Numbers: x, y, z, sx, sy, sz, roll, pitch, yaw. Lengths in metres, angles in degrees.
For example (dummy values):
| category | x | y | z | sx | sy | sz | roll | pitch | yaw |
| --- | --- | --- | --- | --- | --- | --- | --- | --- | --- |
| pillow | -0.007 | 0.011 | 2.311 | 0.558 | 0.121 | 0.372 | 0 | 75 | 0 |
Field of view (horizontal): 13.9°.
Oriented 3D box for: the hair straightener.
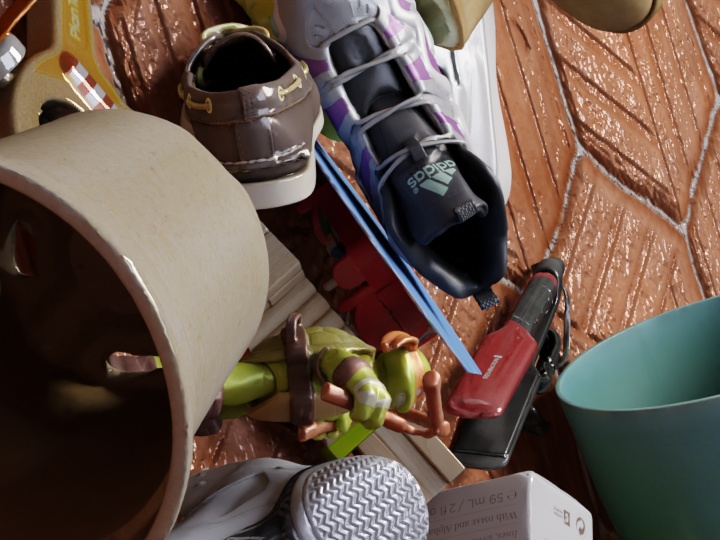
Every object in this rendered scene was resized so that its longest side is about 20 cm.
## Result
| category | x | y | z | sx | sy | sz | roll | pitch | yaw |
| --- | --- | --- | --- | --- | --- | --- | --- | --- | --- |
| hair straightener | 0.090 | 0.058 | 1.726 | 0.200 | 0.041 | 0.077 | -66 | 154 | -56 |

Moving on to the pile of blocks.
| category | x | y | z | sx | sy | sz | roll | pitch | yaw |
| --- | --- | --- | --- | --- | --- | --- | --- | --- | --- |
| pile of blocks | -0.028 | 0.056 | 1.503 | 0.062 | 0.082 | 0.200 | -41 | 110 | -9 |

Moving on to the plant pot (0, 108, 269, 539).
| category | x | y | z | sx | sy | sz | roll | pitch | yaw |
| --- | --- | --- | --- | --- | --- | --- | --- | --- | --- |
| plant pot | -0.130 | 0.020 | 1.205 | 0.201 | 0.200 | 0.183 | 68 | 25 | -12 |

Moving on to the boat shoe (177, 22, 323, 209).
| category | x | y | z | sx | sy | sz | roll | pitch | yaw |
| --- | --- | --- | --- | --- | --- | --- | --- | --- | --- |
| boat shoe | -0.055 | -0.087 | 1.436 | 0.200 | 0.072 | 0.060 | -99 | -178 | -70 |

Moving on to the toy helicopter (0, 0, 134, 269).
| category | x | y | z | sx | sy | sz | roll | pitch | yaw |
| --- | --- | --- | --- | --- | --- | --- | --- | --- | --- |
| toy helicopter | -0.146 | -0.094 | 1.367 | 0.132 | 0.079 | 0.200 | 30 | 40 | -40 |

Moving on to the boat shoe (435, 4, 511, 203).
| category | x | y | z | sx | sy | sz | roll | pitch | yaw |
| --- | --- | --- | --- | --- | --- | --- | --- | --- | --- |
| boat shoe | 0.032 | -0.120 | 1.676 | 0.068 | 0.072 | 0.201 | -9 | 93 | -60 |

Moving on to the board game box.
| category | x | y | z | sx | sy | sz | roll | pitch | yaw |
| --- | --- | --- | --- | --- | --- | --- | --- | --- | --- |
| board game box | 0.000 | 0.000 | 1.543 | 0.158 | 0.039 | 0.200 | 55 | 2 | 5 |

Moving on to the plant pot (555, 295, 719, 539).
| category | x | y | z | sx | sy | sz | roll | pitch | yaw |
| --- | --- | --- | --- | --- | --- | --- | --- | --- | --- |
| plant pot | 0.231 | 0.116 | 1.729 | 0.201 | 0.200 | 0.161 | -38 | 114 | -59 |

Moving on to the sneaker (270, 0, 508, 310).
| category | x | y | z | sx | sy | sz | roll | pitch | yaw |
| --- | --- | --- | --- | --- | --- | --- | --- | --- | --- |
| sneaker | 0.027 | -0.067 | 1.500 | 0.200 | 0.078 | 0.140 | 57 | 2 | -30 |

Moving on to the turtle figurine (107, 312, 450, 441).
| category | x | y | z | sx | sy | sz | roll | pitch | yaw |
| --- | --- | --- | --- | --- | --- | --- | --- | --- | --- |
| turtle figurine | -0.034 | 0.052 | 1.348 | 0.200 | 0.161 | 0.065 | 146 | -62 | -83 |

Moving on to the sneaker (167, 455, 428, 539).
| category | x | y | z | sx | sy | sz | roll | pitch | yaw |
| --- | --- | --- | --- | --- | --- | --- | --- | --- | --- |
| sneaker | -0.073 | 0.144 | 1.359 | 0.200 | 0.115 | 0.075 | -25 | 100 | -25 |

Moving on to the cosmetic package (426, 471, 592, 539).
| category | x | y | z | sx | sy | sz | roll | pitch | yaw |
| --- | --- | --- | --- | --- | --- | --- | --- | --- | --- |
| cosmetic package | 0.065 | 0.216 | 1.531 | 0.074 | 0.102 | 0.200 | 35 | 46 | -48 |

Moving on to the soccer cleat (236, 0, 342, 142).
| category | x | y | z | sx | sy | sz | roll | pitch | yaw |
| --- | --- | --- | --- | --- | --- | --- | --- | --- | --- |
| soccer cleat | -0.050 | -0.159 | 1.567 | 0.084 | 0.065 | 0.201 | -24 | 101 | -36 |

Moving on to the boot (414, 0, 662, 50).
| category | x | y | z | sx | sy | sz | roll | pitch | yaw |
| --- | --- | --- | --- | --- | --- | --- | --- | --- | --- |
| boot | 0.077 | -0.167 | 1.631 | 0.175 | 0.066 | 0.200 | 46 | 34 | -6 |
